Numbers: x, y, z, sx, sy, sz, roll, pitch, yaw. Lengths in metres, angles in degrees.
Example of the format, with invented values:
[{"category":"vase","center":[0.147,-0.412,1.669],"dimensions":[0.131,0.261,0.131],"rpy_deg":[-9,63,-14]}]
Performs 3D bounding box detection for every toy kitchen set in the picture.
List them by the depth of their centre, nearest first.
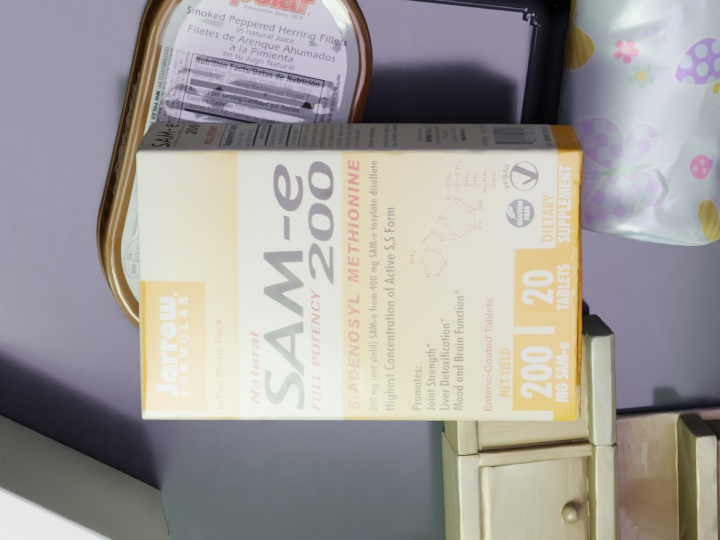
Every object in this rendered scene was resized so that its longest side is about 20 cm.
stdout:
[{"category":"toy kitchen set","center":[0.134,0.136,1.245],"dimensions":[0.162,0.180,0.201],"rpy_deg":[-5,103,-8]}]

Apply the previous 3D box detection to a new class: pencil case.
[{"category":"pencil case","center":[0.142,-0.111,1.237],"dimensions":[0.090,0.083,0.201],"rpy_deg":[4,102,-1]}]

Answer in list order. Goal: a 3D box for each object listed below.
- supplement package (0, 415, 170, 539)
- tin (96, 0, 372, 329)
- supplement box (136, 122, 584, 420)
[{"category":"supplement package","center":[-0.201,0.129,1.227],"dimensions":[0.199,0.121,0.120],"rpy_deg":[26,98,-12]},{"category":"tin","center":[-0.058,-0.056,1.248],"dimensions":[0.111,0.042,0.201],"rpy_deg":[10,101,-14]},{"category":"supplement box","center":[0.000,0.000,1.199],"dimensions":[0.198,0.074,0.127],"rpy_deg":[-1,103,1]}]
